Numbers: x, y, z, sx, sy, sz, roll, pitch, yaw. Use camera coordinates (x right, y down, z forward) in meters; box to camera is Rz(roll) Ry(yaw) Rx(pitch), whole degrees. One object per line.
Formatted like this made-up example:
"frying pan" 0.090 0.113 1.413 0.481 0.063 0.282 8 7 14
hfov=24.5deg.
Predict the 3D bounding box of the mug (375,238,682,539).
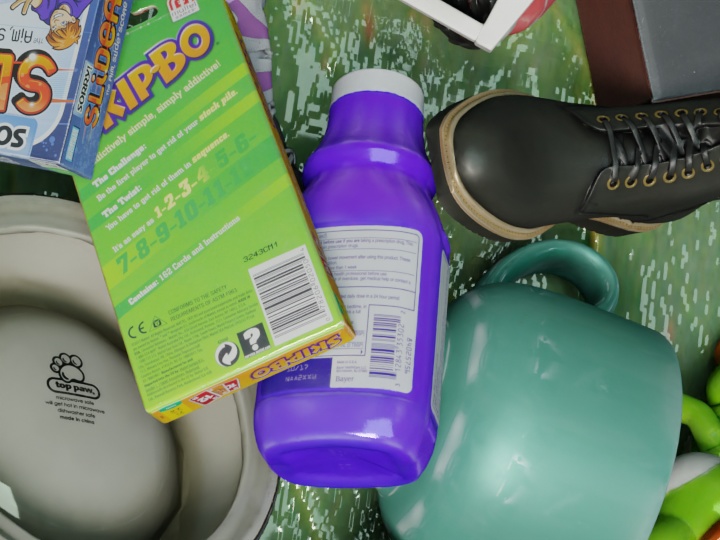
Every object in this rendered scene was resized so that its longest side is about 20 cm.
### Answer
"mug" 0.072 0.076 0.832 0.114 0.185 0.153 19 112 -11

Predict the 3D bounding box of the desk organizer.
"desk organizer" 0.155 -0.186 0.902 0.071 0.077 0.201 -10 87 -15

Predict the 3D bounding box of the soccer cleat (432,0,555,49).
"soccer cleat" 0.038 -0.215 0.891 0.073 0.068 0.201 -30 88 -38

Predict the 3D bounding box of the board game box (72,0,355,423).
"board game box" -0.080 -0.039 0.756 0.095 0.030 0.201 -24 67 5

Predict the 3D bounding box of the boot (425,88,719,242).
"boot" 0.139 -0.064 0.811 0.199 0.138 0.078 -5 84 -49

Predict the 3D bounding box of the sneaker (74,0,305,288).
"sneaker" -0.051 -0.063 0.847 0.139 0.078 0.201 26 89 -12

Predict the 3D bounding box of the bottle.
"bottle" 0.000 0.000 0.777 0.083 0.065 0.201 -3 60 13

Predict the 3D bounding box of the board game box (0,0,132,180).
"board game box" -0.204 -0.126 0.779 0.199 0.034 0.136 10 84 19

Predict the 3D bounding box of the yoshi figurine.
"yoshi figurine" 0.176 0.113 0.855 0.112 0.113 0.200 19 36 26

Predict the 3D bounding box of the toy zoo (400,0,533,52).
"toy zoo" 0.038 -0.201 0.838 0.199 0.020 0.132 29 93 0

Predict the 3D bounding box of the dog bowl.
"dog bowl" -0.136 0.068 0.740 0.199 0.074 0.201 25 43 -26
